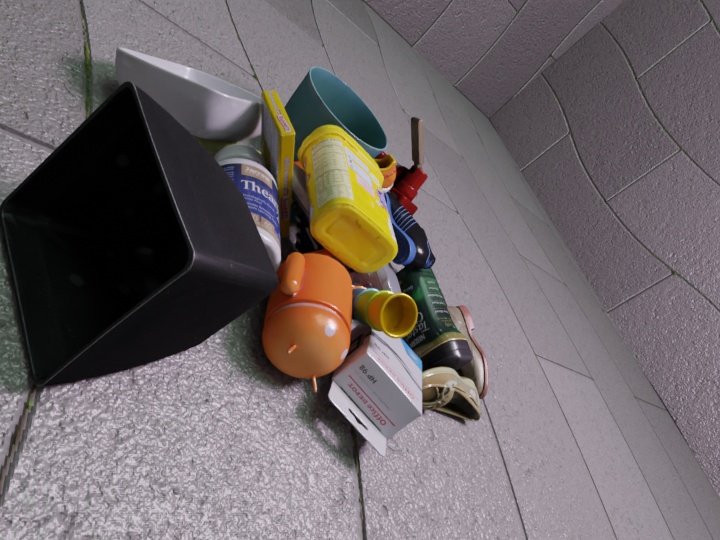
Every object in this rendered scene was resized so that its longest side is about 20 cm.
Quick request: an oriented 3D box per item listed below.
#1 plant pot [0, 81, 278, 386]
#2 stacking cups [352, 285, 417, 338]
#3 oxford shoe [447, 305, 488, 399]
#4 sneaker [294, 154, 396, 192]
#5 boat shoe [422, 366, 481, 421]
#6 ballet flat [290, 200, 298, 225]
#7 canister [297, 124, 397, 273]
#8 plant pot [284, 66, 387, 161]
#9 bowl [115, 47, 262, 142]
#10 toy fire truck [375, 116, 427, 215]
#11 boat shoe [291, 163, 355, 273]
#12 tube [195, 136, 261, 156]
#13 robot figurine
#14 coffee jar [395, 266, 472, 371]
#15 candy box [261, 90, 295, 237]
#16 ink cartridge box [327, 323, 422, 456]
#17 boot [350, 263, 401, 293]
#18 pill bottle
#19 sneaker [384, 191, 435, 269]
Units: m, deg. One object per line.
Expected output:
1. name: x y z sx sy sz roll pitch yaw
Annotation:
1. plant pot: -0.200 -0.020 0.537 0.177 0.199 0.200 20 39 -61
2. stacking cups: 0.003 0.046 0.780 0.060 0.061 0.200 35 -9 -28
3. oxford shoe: 0.194 0.161 1.062 0.074 0.071 0.201 3 50 -21
4. sneaker: -0.034 -0.183 0.941 0.198 0.078 0.073 -3 38 -16
5. boat shoe: 0.144 0.212 0.899 0.200 0.073 0.063 31 32 -50
6. ballet flat: -0.086 -0.126 0.971 0.067 0.067 0.200 36 29 22
7. canister: -0.019 -0.108 0.807 0.148 0.086 0.201 38 27 -36
8. plant pot: -0.073 -0.257 1.035 0.200 0.161 0.201 36 31 -26
9. bowl: -0.245 -0.254 0.803 0.199 0.075 0.200 27 17 12
10. toy fire truck: 0.063 -0.209 1.090 0.176 0.200 0.128 45 10 38
11. boat shoe: -0.083 -0.066 0.854 0.201 0.093 0.075 56 21 6
12. tube: -0.244 -0.192 0.822 0.199 0.058 0.052 15 79 -42
13. robot figurine: -0.067 0.059 0.712 0.116 0.144 0.201 19 38 -14
14. coffee jar: 0.116 0.095 0.958 0.085 0.104 0.201 10 47 -47
15. candy box: -0.127 -0.154 0.808 0.026 0.201 0.103 -13 55 -21
16. ink cartridge box: 0.028 0.150 0.754 0.116 0.067 0.200 49 15 -8
17. boot: 0.000 0.000 0.914 0.201 0.095 0.074 68 15 13
18. pill bottle: -0.166 -0.081 0.733 0.111 0.111 0.201 29 35 -35
19. sneaker: 0.069 -0.077 0.980 0.078 0.070 0.201 14 39 -40
